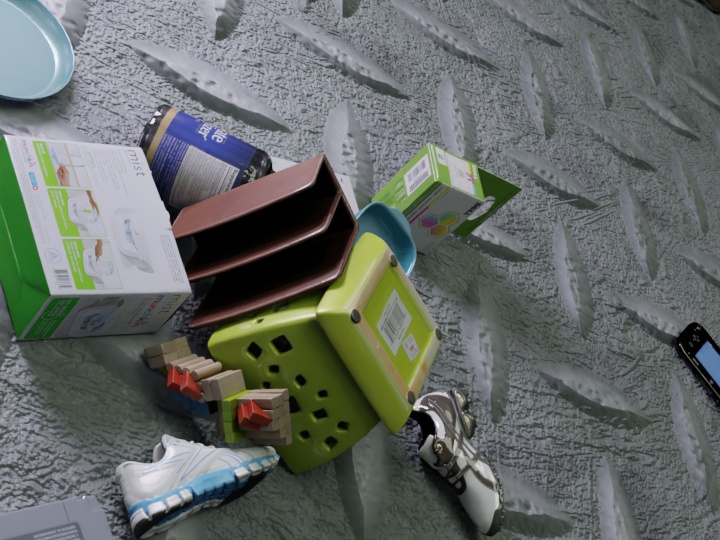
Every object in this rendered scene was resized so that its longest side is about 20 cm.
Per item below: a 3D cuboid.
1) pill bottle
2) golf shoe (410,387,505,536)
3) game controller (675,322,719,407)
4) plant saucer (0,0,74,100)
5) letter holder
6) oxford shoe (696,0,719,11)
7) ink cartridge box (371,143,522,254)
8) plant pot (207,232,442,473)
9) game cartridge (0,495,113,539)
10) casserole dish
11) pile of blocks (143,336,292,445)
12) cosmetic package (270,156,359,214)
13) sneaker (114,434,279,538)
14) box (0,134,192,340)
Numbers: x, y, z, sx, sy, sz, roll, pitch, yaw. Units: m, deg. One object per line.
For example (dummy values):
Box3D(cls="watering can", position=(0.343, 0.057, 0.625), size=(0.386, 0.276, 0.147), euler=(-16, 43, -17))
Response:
Box3D(cls="pill bottle", position=(-0.178, -0.114, 1.286), size=(0.198, 0.113, 0.113), euler=(25, 41, -5))
Box3D(cls="golf shoe", position=(0.119, 0.253, 1.346), size=(0.093, 0.078, 0.202), euler=(-5, 59, -27))
Box3D(cls="game controller", position=(0.670, 0.193, 1.955), size=(0.201, 0.042, 0.104), euler=(52, 37, 5))
Box3D(cls="plant saucer", position=(-0.448, -0.283, 1.270), size=(0.198, 0.027, 0.202), euler=(27, 42, -27))
Box3D(cls="letter holder", position=(-0.118, -0.028, 1.175), size=(0.102, 0.197, 0.143), euler=(62, 21, -23))
Box3D(cls="oxford shoe", position=(1.117, -0.881, 3.293), size=(0.198, 0.084, 0.074), euler=(15, 46, -38))
Box3D(cls="ink cartridge box", position=(0.139, -0.092, 1.586), size=(0.198, 0.148, 0.077), euler=(19, 46, -32))
Box3D(cls="plant pot", position=(-0.026, 0.084, 1.204), size=(0.200, 0.180, 0.201), euler=(58, 34, -19))
Box3D(cls="game cartridge", position=(-0.303, 0.281, 0.919), size=(0.198, 0.040, 0.135), euler=(-3, 57, -46))
Box3D(cls="casserole dish", position=(0.000, 0.000, 1.400), size=(0.121, 0.039, 0.201), euler=(50, 60, -28))
Box3D(cls="pile of blocks", position=(-0.166, 0.138, 1.115), size=(0.198, 0.083, 0.062), euler=(24, 18, 23))
Box3D(cls="cosmetic package", position=(-0.085, -0.076, 1.430), size=(0.198, 0.052, 0.153), euler=(11, 54, -39))
Box3D(cls="sneaker", position=(-0.170, 0.204, 1.091), size=(0.198, 0.075, 0.087), euler=(-9, 57, -50))
Box3D(cls="box", position=(-0.303, -0.038, 1.143), size=(0.175, 0.097, 0.202), euler=(-1, 59, -45))
